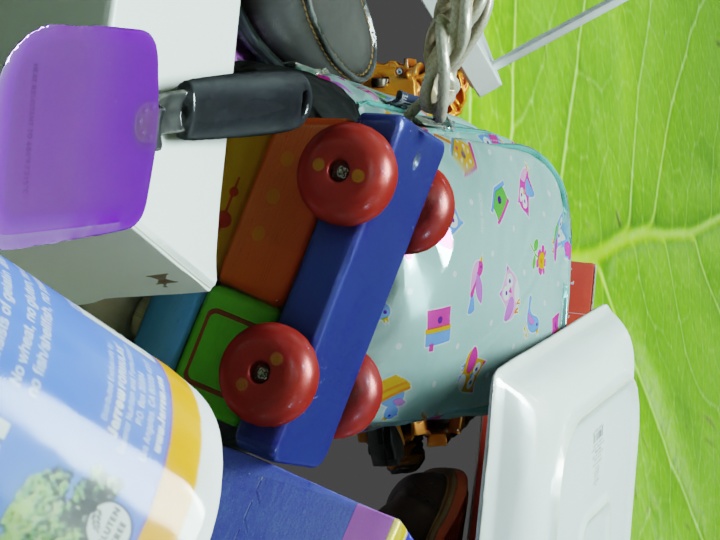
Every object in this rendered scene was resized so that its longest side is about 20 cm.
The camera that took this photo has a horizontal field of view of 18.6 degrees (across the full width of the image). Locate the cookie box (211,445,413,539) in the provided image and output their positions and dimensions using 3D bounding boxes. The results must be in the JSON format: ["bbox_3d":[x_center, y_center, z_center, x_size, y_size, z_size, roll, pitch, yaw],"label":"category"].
[{"bbox_3d":[-0.029,0.181,0.790,0.172,0.075,0.200,-66,159,-17],"label":"cookie box"}]

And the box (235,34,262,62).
[{"bbox_3d":[-0.056,-0.121,0.944,0.200,0.036,0.143,55,37,-54],"label":"box"}]

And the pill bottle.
[{"bbox_3d":[-0.140,0.029,0.536,0.200,0.112,0.112,35,48,-29],"label":"pill bottle"}]

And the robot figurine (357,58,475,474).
[{"bbox_3d":[0.026,-0.001,1.065,0.145,0.058,0.201,-28,116,-79],"label":"robot figurine"}]

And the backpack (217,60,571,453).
[{"bbox_3d":[0.000,0.000,0.895,0.200,0.126,0.167,3,99,-60],"label":"backpack"}]

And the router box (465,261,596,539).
[{"bbox_3d":[0.080,0.116,1.116,0.200,0.049,0.180,88,9,-65],"label":"router box"}]

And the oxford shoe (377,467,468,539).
[{"bbox_3d":[0.010,0.130,1.013,0.200,0.072,0.071,-71,169,-81],"label":"oxford shoe"}]

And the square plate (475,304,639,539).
[{"bbox_3d":[0.083,0.125,0.912,0.200,0.028,0.199,-20,116,-70],"label":"square plate"}]

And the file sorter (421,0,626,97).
[{"bbox_3d":[0.053,-0.215,1.026,0.200,0.124,0.139,55,13,-38],"label":"file sorter"}]

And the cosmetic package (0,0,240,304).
[{"bbox_3d":[-0.098,-0.095,0.697,0.085,0.107,0.201,45,44,-58],"label":"cosmetic package"}]

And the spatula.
[{"bbox_3d":[-0.052,-0.044,0.628,0.200,0.020,0.057,-25,122,-71],"label":"spatula"}]

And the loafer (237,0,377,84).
[{"bbox_3d":[-0.025,-0.145,0.882,0.200,0.072,0.073,60,32,-47],"label":"loafer"}]

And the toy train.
[{"bbox_3d":[-0.028,-0.044,0.762,0.201,0.115,0.085,-69,160,0],"label":"toy train"}]
